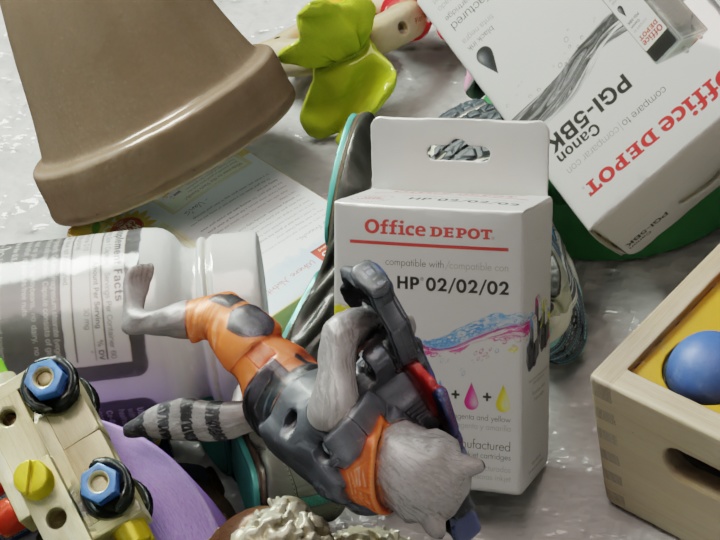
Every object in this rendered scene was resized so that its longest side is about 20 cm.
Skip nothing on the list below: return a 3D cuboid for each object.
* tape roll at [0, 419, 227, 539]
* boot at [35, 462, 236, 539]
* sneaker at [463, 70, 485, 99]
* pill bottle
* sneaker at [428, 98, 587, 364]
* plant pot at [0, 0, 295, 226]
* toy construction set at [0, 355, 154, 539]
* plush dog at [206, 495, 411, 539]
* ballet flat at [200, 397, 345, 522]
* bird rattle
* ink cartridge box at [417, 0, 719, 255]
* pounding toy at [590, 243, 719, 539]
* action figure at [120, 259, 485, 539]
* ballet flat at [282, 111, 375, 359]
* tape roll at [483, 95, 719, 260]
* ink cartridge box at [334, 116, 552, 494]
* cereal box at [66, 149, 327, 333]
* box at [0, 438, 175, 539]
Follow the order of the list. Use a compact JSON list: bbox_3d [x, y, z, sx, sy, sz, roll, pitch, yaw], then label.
[{"bbox_3d":[-0.157,0.180,0.872,0.198,0.066,0.202,-2,71,7],"label":"tape roll"},{"bbox_3d":[-0.161,0.170,0.971,0.198,0.075,0.097,-15,20,2],"label":"boot"},{"bbox_3d":[0.159,-0.117,1.135,0.199,0.070,0.083,29,87,32],"label":"sneaker"},{"bbox_3d":[-0.150,0.037,0.946,0.197,0.114,0.114,-6,40,-1],"label":"pill bottle"},{"bbox_3d":[0.089,-0.021,1.078,0.077,0.086,0.201,-29,51,16],"label":"sneaker"},{"bbox_3d":[-0.171,-0.155,1.204,0.199,0.176,0.200,-26,16,8],"label":"plant pot"},{"bbox_3d":[-0.176,0.115,0.820,0.130,0.092,0.201,-31,81,-4],"label":"toy construction set"},{"bbox_3d":[0.029,0.193,0.816,0.170,0.200,0.162,-10,72,20],"label":"plush dog"},{"bbox_3d":[-0.056,0.098,0.996,0.063,0.068,0.200,-10,21,-16],"label":"ballet flat"},{"bbox_3d":[0.004,-0.191,1.307,0.162,0.114,0.200,6,38,47],"label":"bird rattle"},{"bbox_3d":[0.153,-0.134,1.056,0.147,0.083,0.201,-41,66,13],"label":"ink cartridge box"},{"bbox_3d":[0.257,0.059,0.898,0.199,0.143,0.184,25,54,38],"label":"pounding toy"},{"bbox_3d":[-0.017,0.084,0.818,0.192,0.201,0.105,19,56,44],"label":"action figure"},{"bbox_3d":[0.000,0.000,1.070,0.068,0.068,0.202,14,79,14],"label":"ballet flat"},{"bbox_3d":[0.178,-0.090,1.170,0.198,0.049,0.202,-8,40,7],"label":"tape roll"},{"bbox_3d":[0.047,0.017,0.963,0.114,0.203,0.068,3,10,20],"label":"ink cartridge box"},{"bbox_3d":[-0.093,-0.012,1.167,0.143,0.040,0.199,-34,44,-23],"label":"cereal box"},{"bbox_3d":[-0.222,0.083,1.096,0.136,0.038,0.200,-28,41,-15],"label":"box"}]
